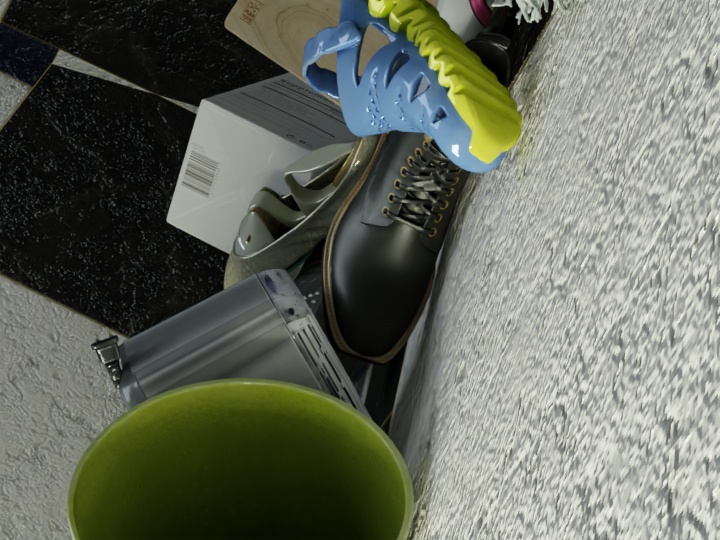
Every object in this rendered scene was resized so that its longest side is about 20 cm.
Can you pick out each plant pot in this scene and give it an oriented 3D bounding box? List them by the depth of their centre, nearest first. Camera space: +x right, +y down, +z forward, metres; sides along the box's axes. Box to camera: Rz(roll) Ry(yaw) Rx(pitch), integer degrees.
[{"bbox_3d":[-0.067,0.198,0.974,0.187,0.186,0.201,-82,-5,-52],"label":"plant pot"}]

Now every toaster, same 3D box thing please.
[{"bbox_3d":[-0.070,0.089,1.078,0.200,0.129,0.114,61,176,-20],"label":"toaster"}]

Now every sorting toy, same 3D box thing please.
[{"bbox_3d":[0.022,-0.216,1.244,0.199,0.070,0.200,-56,42,4],"label":"sorting toy"}]

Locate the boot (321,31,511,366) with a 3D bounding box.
[{"bbox_3d":[0.035,-0.048,1.065,0.138,0.077,0.201,140,145,-71],"label":"boot"}]

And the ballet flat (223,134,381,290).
[{"bbox_3d":[-0.043,-0.047,1.210,0.200,0.062,0.068,-32,30,34],"label":"ballet flat"}]

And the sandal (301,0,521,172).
[{"bbox_3d":[0.025,-0.109,0.991,0.087,0.079,0.200,-47,38,10],"label":"sandal"}]

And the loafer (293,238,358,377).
[{"bbox_3d":[0.000,0.000,1.233,0.075,0.070,0.200,-2,52,56],"label":"loafer"}]

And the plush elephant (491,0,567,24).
[{"bbox_3d":[0.043,-0.226,0.947,0.164,0.154,0.201,10,-101,-54],"label":"plush elephant"}]

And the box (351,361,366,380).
[{"bbox_3d":[-0.002,0.001,1.367,0.200,0.051,0.158,121,163,-71],"label":"box"}]

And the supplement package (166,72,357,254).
[{"bbox_3d":[-0.062,-0.092,1.510,0.200,0.119,0.122,-30,-37,-62],"label":"supplement package"}]

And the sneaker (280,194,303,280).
[{"bbox_3d":[-0.075,0.036,1.370,0.080,0.073,0.201,117,164,-73],"label":"sneaker"}]

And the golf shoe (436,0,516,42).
[{"bbox_3d":[0.073,-0.229,1.082,0.073,0.092,0.201,-88,13,-61],"label":"golf shoe"}]
